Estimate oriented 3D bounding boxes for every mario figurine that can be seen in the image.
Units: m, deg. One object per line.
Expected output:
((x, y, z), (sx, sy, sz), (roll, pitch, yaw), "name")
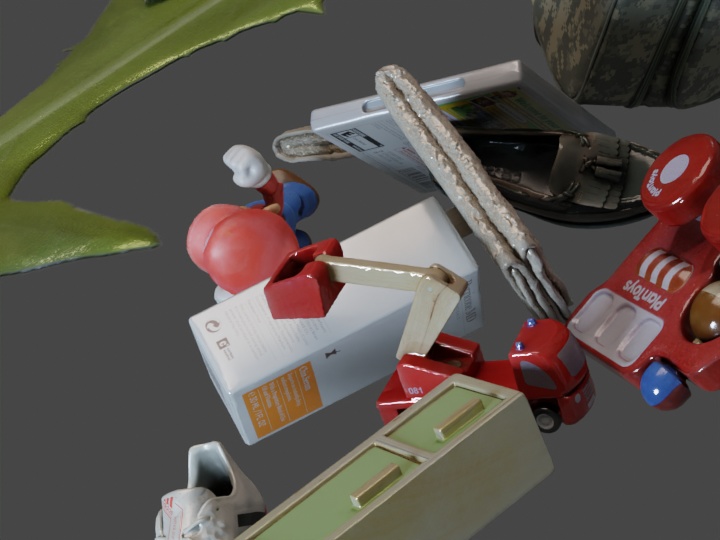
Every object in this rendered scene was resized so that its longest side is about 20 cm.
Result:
((-0.096, -0.034, 1.796), (0.106, 0.124, 0.200), (-24, 3, 13), "mario figurine")

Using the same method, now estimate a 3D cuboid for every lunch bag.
((0.251, -0.231, 1.786), (0.168, 0.200, 0.139), (1, 43, -20), "lunch bag")

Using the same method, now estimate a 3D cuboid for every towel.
((0.036, -0.121, 1.957), (0.200, 0.035, 0.132), (-2, 8, 44), "towel")
((0.084, -0.053, 1.592), (0.034, 0.133, 0.200), (-35, 61, 2), "towel")

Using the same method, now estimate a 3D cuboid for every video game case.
((0.086, -0.112, 1.793), (0.182, 0.022, 0.200), (-11, -18, 26), "video game case")

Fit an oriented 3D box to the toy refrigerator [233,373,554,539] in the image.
((0.020, 0.147, 1.414), (0.200, 0.070, 0.076), (-35, 26, -25), "toy refrigerator")

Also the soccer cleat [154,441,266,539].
((-0.106, 0.187, 1.425), (0.069, 0.085, 0.200), (-15, 25, 19), "soccer cleat")

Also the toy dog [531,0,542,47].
((0.214, -0.270, 1.987), (0.139, 0.194, 0.200), (-6, 60, 6), "toy dog")

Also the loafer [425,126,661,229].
((0.142, -0.077, 1.716), (0.200, 0.063, 0.072), (6, 73, 20), "loafer")

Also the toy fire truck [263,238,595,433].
((0.048, 0.044, 1.502), (0.200, 0.141, 0.049), (-6, 29, 26), "toy fire truck")

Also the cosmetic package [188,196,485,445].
((-0.014, 0.038, 1.615), (0.200, 0.101, 0.071), (-27, 64, -7), "cosmetic package")

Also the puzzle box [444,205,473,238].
((0.000, 0.000, 1.734), (0.200, 0.025, 0.133), (-26, 0, -5), "puzzle box")

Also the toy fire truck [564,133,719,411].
((0.231, 0.015, 1.479), (0.168, 0.112, 0.200), (-50, 26, -1), "toy fire truck")
